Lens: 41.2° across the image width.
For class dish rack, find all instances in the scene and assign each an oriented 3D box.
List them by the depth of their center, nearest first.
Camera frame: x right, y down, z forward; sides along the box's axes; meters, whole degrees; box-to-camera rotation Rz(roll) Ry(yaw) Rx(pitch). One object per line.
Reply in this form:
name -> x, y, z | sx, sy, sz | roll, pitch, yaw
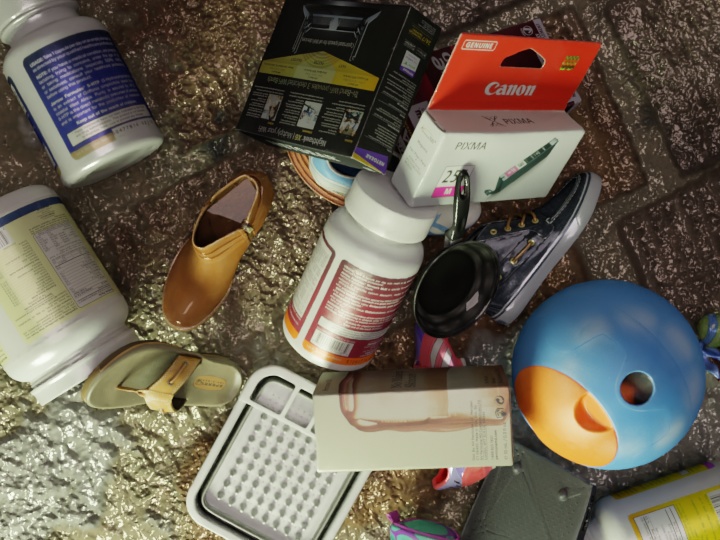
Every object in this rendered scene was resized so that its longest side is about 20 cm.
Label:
dish rack -> -0.084, 0.222, 1.084 | 0.171, 0.044, 0.200 | 29, 90, -4

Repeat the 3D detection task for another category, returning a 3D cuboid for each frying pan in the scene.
frying pan -> 0.087, -0.007, 0.993 | 0.115, 0.031, 0.190 | -39, 131, -12

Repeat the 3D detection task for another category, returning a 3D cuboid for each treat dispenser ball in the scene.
treat dispenser ball -> 0.262, 0.110, 1.018 | 0.201, 0.201, 0.201 | 0, 92, -3

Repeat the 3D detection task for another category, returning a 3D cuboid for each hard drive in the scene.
hard drive -> 0.179, 0.303, 1.064 | 0.042, 0.135, 0.200 | 19, 94, -46

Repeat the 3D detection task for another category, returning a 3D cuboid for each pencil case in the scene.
pencil case -> 0.056, 0.381, 1.075 | 0.092, 0.085, 0.200 | 12, 91, 33

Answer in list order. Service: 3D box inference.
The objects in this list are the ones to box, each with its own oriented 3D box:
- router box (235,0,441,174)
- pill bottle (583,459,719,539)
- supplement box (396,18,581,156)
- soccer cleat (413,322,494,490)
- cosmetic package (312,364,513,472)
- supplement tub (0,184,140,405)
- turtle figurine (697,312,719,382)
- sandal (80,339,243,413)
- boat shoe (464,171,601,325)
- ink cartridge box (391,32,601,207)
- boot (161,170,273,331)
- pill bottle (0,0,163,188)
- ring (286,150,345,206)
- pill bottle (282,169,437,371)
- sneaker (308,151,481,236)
router box -> -0.028, -0.195, 0.985 | 0.052, 0.200, 0.157 | 22, 89, -45
pill bottle -> 0.333, 0.291, 1.075 | 0.200, 0.104, 0.104 | -18, 93, -1
supplement box -> 0.124, -0.189, 1.031 | 0.200, 0.061, 0.109 | -22, 81, -20
soccer cleat -> 0.090, 0.150, 1.078 | 0.076, 0.067, 0.200 | -20, 97, -6
cosmetic package -> 0.055, 0.153, 1.002 | 0.200, 0.103, 0.087 | -4, 98, 3
supplement tub -> -0.339, 0.027, 1.014 | 0.145, 0.145, 0.200 | -32, 93, -1
turtle figurine -> 0.490, 0.055, 1.055 | 0.194, 0.144, 0.200 | 21, 95, -7
sandal -> -0.197, 0.122, 1.013 | 0.200, 0.054, 0.080 | 12, 110, -46
boat shoe -> 0.183, -0.042, 1.071 | 0.091, 0.071, 0.200 | 34, 92, -7
ink cartridge box -> 0.147, -0.147, 0.957 | 0.200, 0.174, 0.044 | -7, 48, -36
boot -> -0.161, -0.021, 1.015 | 0.074, 0.155, 0.200 | 28, 91, -4
pill bottle -> -0.307, -0.201, 1.020 | 0.120, 0.120, 0.200 | -27, 94, -1
ring -> 0.012, -0.166, 1.086 | 0.200, 0.019, 0.201 | 0, 92, -2
pill bottle -> 0.000, 0.000, 1.009 | 0.109, 0.110, 0.200 | 25, 119, -3
sneaker -> 0.039, -0.095, 1.040 | 0.200, 0.072, 0.072 | 21, 67, -2
